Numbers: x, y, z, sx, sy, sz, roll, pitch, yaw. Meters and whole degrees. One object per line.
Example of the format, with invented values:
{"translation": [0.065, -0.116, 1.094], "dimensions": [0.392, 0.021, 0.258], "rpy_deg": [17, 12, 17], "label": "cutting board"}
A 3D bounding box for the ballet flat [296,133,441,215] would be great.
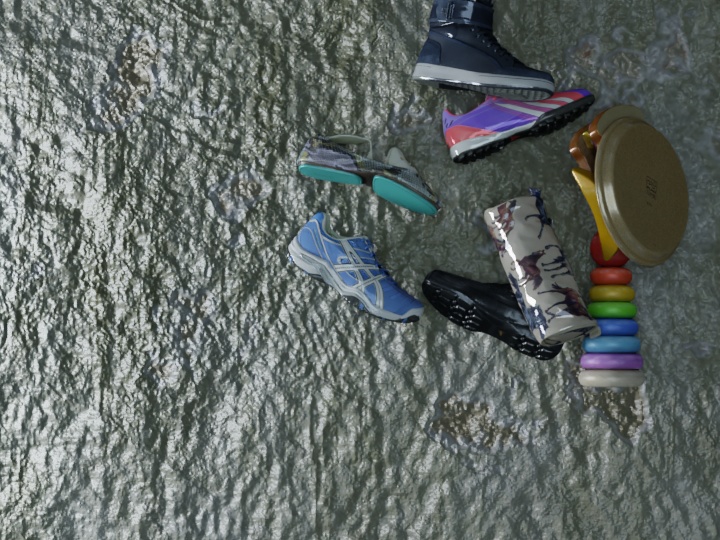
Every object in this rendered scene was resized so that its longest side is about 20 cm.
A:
{"translation": [0.018, -0.134, 1.532], "dimensions": [0.197, 0.072, 0.073], "rpy_deg": [18, 94, 4], "label": "ballet flat"}

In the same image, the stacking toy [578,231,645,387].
{"translation": [0.319, 0.046, 1.507], "dimensions": [0.084, 0.085, 0.204], "rpy_deg": [-1, 85, 6], "label": "stacking toy"}

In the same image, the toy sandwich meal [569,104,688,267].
{"translation": [0.333, -0.102, 1.473], "dimensions": [0.070, 0.203, 0.209], "rpy_deg": [-12, 92, 48], "label": "toy sandwich meal"}

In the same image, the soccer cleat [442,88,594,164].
{"translation": [0.201, -0.203, 1.511], "dimensions": [0.197, 0.068, 0.074], "rpy_deg": [-20, 79, 6], "label": "soccer cleat"}

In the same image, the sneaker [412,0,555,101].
{"translation": [0.165, -0.295, 1.475], "dimensions": [0.200, 0.077, 0.149], "rpy_deg": [17, 92, 34], "label": "sneaker"}

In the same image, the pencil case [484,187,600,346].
{"translation": [0.229, 0.000, 1.479], "dimensions": [0.088, 0.078, 0.203], "rpy_deg": [-15, 69, -16], "label": "pencil case"}

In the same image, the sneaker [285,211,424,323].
{"translation": [0.000, 0.000, 1.531], "dimensions": [0.198, 0.076, 0.078], "rpy_deg": [32, 99, 2], "label": "sneaker"}

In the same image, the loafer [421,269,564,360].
{"translation": [0.175, 0.047, 1.526], "dimensions": [0.198, 0.068, 0.071], "rpy_deg": [25, 58, 3], "label": "loafer"}
